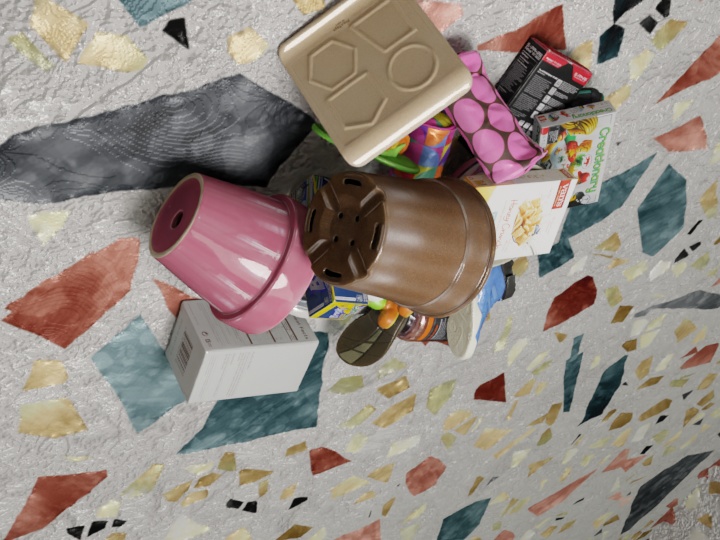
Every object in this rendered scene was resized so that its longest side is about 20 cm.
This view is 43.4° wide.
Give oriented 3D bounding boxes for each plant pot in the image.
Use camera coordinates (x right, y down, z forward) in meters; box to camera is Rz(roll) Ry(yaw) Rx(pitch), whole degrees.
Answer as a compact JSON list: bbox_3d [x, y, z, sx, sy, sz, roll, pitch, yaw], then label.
[{"bbox_3d":[-0.180,-0.036,1.242,0.179,0.200,0.200,31,110,-34],"label":"plant pot"},{"bbox_3d":[0.044,-0.044,1.210,0.198,0.200,0.200,10,124,-46],"label":"plant pot"}]

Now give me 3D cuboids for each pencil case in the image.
[{"bbox_3d":[0.080,-0.155,1.379,0.088,0.088,0.200,-6,133,-32],"label":"pencil case"},{"bbox_3d":[0.180,-0.223,1.294,0.094,0.200,0.091,-32,180,-8],"label":"pencil case"}]

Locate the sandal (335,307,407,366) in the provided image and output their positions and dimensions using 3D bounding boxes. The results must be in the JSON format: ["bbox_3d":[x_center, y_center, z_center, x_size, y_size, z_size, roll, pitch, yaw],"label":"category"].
[{"bbox_3d":[0.036,0.082,1.535,0.200,0.082,0.055,-57,170,15],"label":"sandal"}]

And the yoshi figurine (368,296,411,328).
[{"bbox_3d":[-0.008,0.011,1.412,0.200,0.112,0.112,43,91,-11],"label":"yoshi figurine"}]

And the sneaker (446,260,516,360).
[{"bbox_3d":[0.219,0.058,1.581,0.111,0.077,0.200,-5,107,-32],"label":"sneaker"}]

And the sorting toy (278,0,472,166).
[{"bbox_3d":[0.017,-0.253,1.139,0.185,0.200,0.036,-35,161,6],"label":"sorting toy"}]

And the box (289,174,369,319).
[{"bbox_3d":[-0.047,-0.033,1.312,0.064,0.200,0.070,6,154,-37],"label":"box"}]

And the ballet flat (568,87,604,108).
[{"bbox_3d":[0.343,-0.225,1.519,0.073,0.073,0.200,-15,144,-23],"label":"ballet flat"}]

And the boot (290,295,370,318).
[{"bbox_3d":[-0.046,0.022,1.491,0.200,0.073,0.090,-3,128,-46],"label":"boot"}]

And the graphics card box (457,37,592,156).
[{"bbox_3d":[0.259,-0.257,1.428,0.125,0.051,0.200,11,122,-43],"label":"graphics card box"}]

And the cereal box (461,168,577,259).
[{"bbox_3d":[0.227,-0.082,1.386,0.200,0.040,0.144,-8,130,-28],"label":"cereal box"}]

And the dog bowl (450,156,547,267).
[{"bbox_3d":[0.209,-0.102,1.441,0.200,0.074,0.200,-18,133,-20],"label":"dog bowl"}]

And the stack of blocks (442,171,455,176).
[{"bbox_3d":[0.181,-0.078,1.552,0.115,0.059,0.200,-13,137,-26],"label":"stack of blocks"}]

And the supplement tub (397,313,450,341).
[{"bbox_3d":[0.122,0.076,1.633,0.200,0.107,0.107,3,129,-39],"label":"supplement tub"}]

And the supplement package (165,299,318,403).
[{"bbox_3d":[-0.189,0.123,1.445,0.200,0.117,0.117,-1,130,-35],"label":"supplement package"}]

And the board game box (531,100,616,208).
[{"bbox_3d":[0.340,-0.180,1.483,0.126,0.035,0.200,-14,140,-7],"label":"board game box"}]

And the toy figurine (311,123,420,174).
[{"bbox_3d":[0.041,-0.247,1.217,0.200,0.150,0.184,1,119,-58],"label":"toy figurine"}]
